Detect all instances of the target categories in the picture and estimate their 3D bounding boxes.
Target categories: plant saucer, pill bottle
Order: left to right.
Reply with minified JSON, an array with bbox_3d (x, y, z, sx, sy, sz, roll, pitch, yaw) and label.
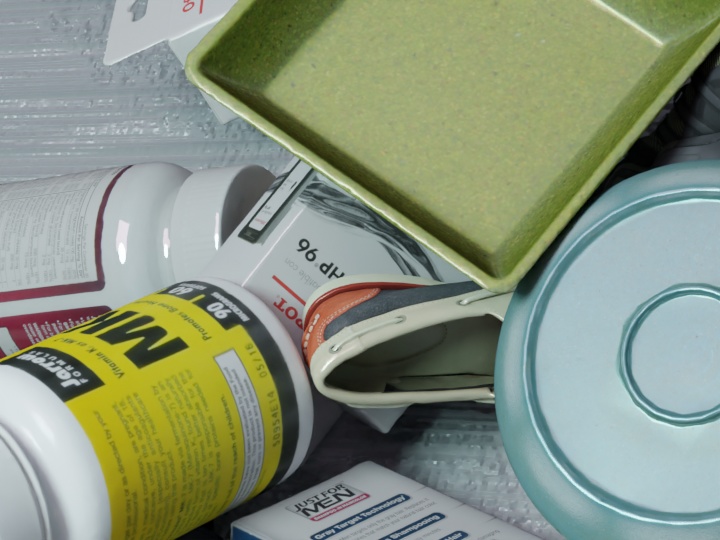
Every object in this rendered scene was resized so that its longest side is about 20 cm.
[{"bbox_3d":[-0.127,0.084,1.247,0.114,0.115,0.200,18,29,38],"label":"pill bottle"},{"bbox_3d":[-0.139,-0.002,1.457,0.199,0.110,0.110,-7,58,27],"label":"pill bottle"},{"bbox_3d":[0.050,-0.103,1.292,0.199,0.048,0.200,35,70,17],"label":"plant saucer"},{"bbox_3d":[0.152,0.041,1.200,0.199,0.027,0.201,-7,71,20],"label":"plant saucer"}]

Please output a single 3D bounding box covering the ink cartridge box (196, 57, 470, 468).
[{"bbox_3d":[0.000,0.000,1.357,0.200,0.116,0.068,-52,21,-7],"label":"ink cartridge box"}]

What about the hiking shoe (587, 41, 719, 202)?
[{"bbox_3d":[0.184,-0.068,1.300,0.200,0.076,0.101,-32,31,51],"label":"hiking shoe"}]

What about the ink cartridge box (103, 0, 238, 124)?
[{"bbox_3d":[-0.041,-0.159,1.507,0.199,0.068,0.115,-21,33,18],"label":"ink cartridge box"}]

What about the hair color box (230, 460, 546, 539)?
[{"bbox_3d":[0.042,0.162,1.244,0.200,0.061,0.100,22,29,39],"label":"hair color box"}]

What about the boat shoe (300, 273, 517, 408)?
[{"bbox_3d":[0.070,0.033,1.291,0.199,0.071,0.063,-3,26,-5],"label":"boat shoe"}]

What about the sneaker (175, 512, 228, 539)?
[{"bbox_3d":[-0.103,0.135,1.371,0.079,0.078,0.201,14,79,41],"label":"sneaker"}]
